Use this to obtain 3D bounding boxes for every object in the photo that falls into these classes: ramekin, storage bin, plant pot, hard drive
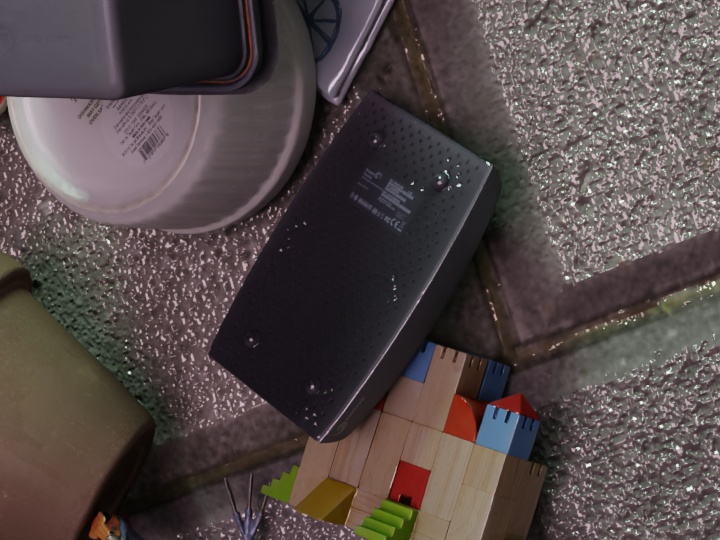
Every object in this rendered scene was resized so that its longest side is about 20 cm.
[{"bbox_3d":[-0.138,-0.121,1.569,0.199,0.105,0.202,4,99,31],"label":"ramekin"},{"bbox_3d":[-0.169,-0.164,1.432,0.198,0.134,0.147,4,107,30],"label":"storage bin"},{"bbox_3d":[-0.238,0.105,1.630,0.174,0.200,0.201,30,108,8],"label":"plant pot"},{"bbox_3d":[0.000,0.000,1.514,0.135,0.042,0.201,34,93,41],"label":"hard drive"}]

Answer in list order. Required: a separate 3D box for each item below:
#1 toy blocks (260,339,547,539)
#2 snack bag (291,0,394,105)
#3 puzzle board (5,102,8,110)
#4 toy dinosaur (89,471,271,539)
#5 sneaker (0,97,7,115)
[{"bbox_3d":[0.044,0.105,1.513,0.199,0.100,0.138,17,88,38],"label":"toy blocks"},{"bbox_3d":[-0.047,-0.237,1.580,0.199,0.021,0.190,35,109,24],"label":"snack bag"},{"bbox_3d":[-0.205,-0.177,1.681,0.150,0.017,0.201,-37,74,28],"label":"puzzle board"},{"bbox_3d":[-0.109,0.237,1.586,0.180,0.105,0.202,25,106,21],"label":"toy dinosaur"},{"bbox_3d":[-0.249,-0.178,1.649,0.077,0.082,0.201,41,113,23],"label":"sneaker"}]
